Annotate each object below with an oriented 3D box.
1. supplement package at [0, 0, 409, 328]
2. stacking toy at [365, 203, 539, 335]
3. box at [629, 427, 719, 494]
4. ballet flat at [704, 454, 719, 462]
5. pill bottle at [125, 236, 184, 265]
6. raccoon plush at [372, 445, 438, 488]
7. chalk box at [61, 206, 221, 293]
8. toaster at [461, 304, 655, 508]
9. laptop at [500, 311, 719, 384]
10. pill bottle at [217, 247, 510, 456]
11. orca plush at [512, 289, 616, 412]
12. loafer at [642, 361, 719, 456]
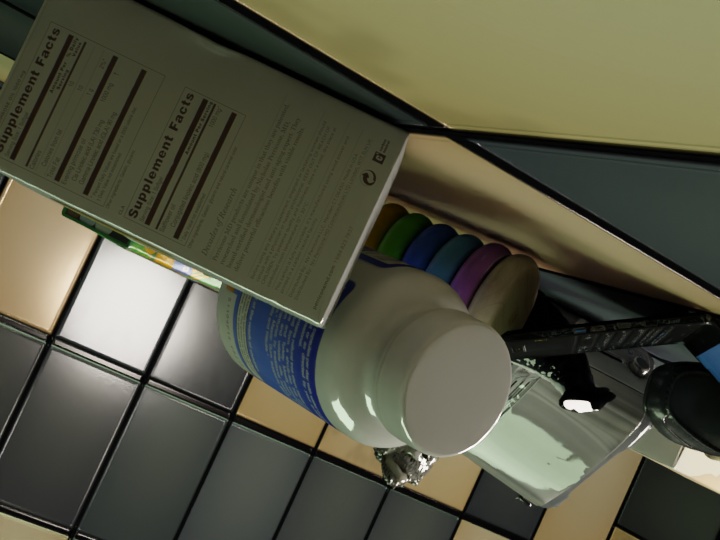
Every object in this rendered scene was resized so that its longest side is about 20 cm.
[{"bbox_3d":[-0.087,-0.060,0.698,0.199,0.110,0.114,25,176,2],"label":"supplement package"},{"bbox_3d":[0.028,-0.012,0.939,0.199,0.086,0.085,30,179,25],"label":"stacking toy"},{"bbox_3d":[0.419,0.221,1.622,0.095,0.078,0.199,23,176,46],"label":"box"},{"bbox_3d":[0.435,0.207,1.361,0.199,0.068,0.068,27,177,-24],"label":"ballet flat"},{"bbox_3d":[-0.123,-0.065,0.900,0.111,0.113,0.200,25,176,10],"label":"pill bottle"},{"bbox_3d":[0.002,0.131,1.239,0.199,0.135,0.096,7,-179,42],"label":"raccoon plush"},{"bbox_3d":[-0.212,-0.077,1.321,0.124,0.125,0.200,24,176,39],"label":"chalk box"},{"bbox_3d":[0.163,0.123,1.159,0.129,0.200,0.114,32,-143,-12],"label":"toaster"},{"bbox_3d":[0.198,0.087,0.852,0.198,0.104,0.177,-6,171,7],"label":"laptop"},{"bbox_3d":[0.001,0.045,0.817,0.112,0.113,0.200,28,179,-38],"label":"pill bottle"},{"bbox_3d":[0.116,0.036,1.018,0.200,0.104,0.072,-123,18,-48],"label":"orca plush"},{"bbox_3d":[0.300,0.116,0.991,0.200,0.069,0.070,21,171,-32],"label":"loafer"}]
